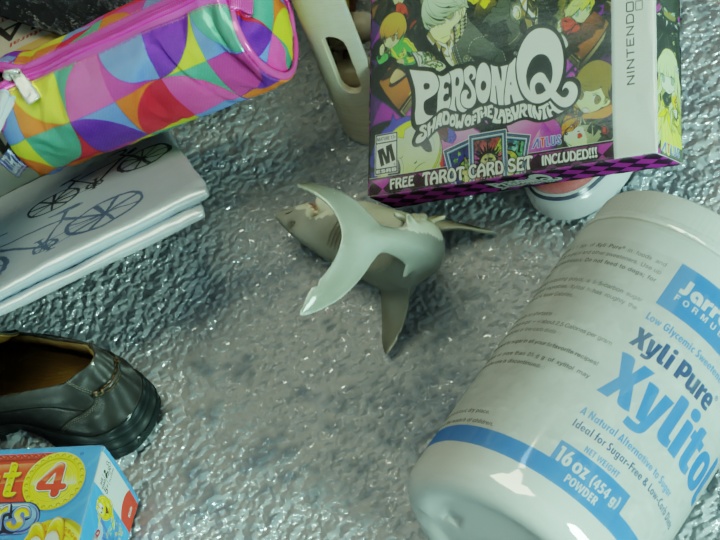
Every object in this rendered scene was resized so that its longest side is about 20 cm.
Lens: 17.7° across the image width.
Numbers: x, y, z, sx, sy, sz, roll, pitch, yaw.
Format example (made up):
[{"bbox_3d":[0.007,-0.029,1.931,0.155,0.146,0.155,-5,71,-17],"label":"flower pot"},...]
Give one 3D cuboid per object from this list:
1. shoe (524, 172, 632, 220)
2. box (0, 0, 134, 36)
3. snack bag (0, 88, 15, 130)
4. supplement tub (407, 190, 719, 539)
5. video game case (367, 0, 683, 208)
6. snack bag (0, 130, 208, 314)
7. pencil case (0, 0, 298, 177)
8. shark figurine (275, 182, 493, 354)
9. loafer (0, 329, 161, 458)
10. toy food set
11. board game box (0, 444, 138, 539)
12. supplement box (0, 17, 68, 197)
[{"bbox_3d":[0.138,-0.132,1.389,0.071,0.091,0.201,7,54,27],"label":"shoe"},{"bbox_3d":[-0.168,-0.258,1.476,0.199,0.197,0.118,18,41,12],"label":"box"},{"bbox_3d":[-0.291,-0.005,1.371,0.188,0.021,0.200,-27,34,28],"label":"snack bag"},{"bbox_3d":[0.127,0.072,1.190,0.132,0.132,0.200,20,61,34],"label":"supplement tub"},{"bbox_3d":[0.094,-0.139,1.359,0.199,0.036,0.182,-7,75,34],"label":"video game case"},{"bbox_3d":[-0.189,-0.026,1.419,0.188,0.021,0.200,-27,20,-4],"label":"snack bag"},{"bbox_3d":[-0.136,-0.122,1.406,0.199,0.088,0.089,-19,45,24],"label":"pencil case"},{"bbox_3d":[0.014,0.004,1.317,0.128,0.214,0.090,11,92,-5],"label":"shark figurine"},{"bbox_3d":[-0.217,0.060,1.377,0.199,0.072,0.073,1,53,24],"label":"loafer"},{"bbox_3d":[-0.005,-0.198,1.468,0.060,0.144,0.201,-12,47,11],"label":"toy food set"},{"bbox_3d":[-0.241,0.196,1.280,0.199,0.056,0.196,-5,50,18],"label":"board game box"},{"bbox_3d":[-0.254,-0.145,1.569,0.126,0.074,0.200,-28,47,-4],"label":"supplement box"}]
